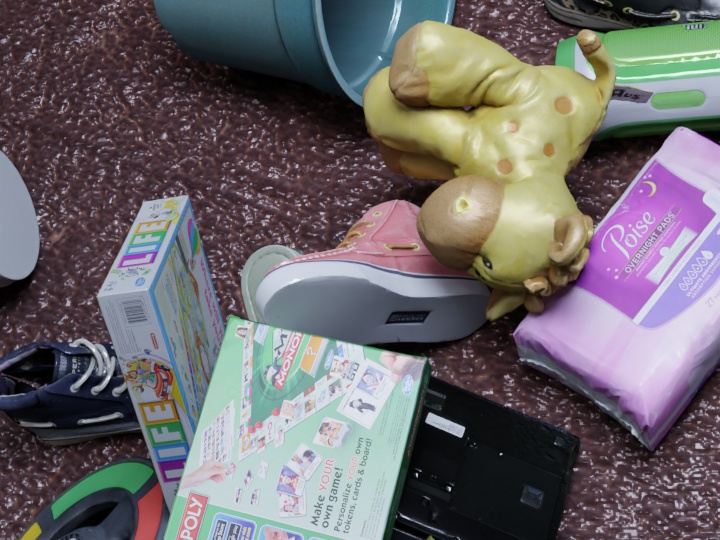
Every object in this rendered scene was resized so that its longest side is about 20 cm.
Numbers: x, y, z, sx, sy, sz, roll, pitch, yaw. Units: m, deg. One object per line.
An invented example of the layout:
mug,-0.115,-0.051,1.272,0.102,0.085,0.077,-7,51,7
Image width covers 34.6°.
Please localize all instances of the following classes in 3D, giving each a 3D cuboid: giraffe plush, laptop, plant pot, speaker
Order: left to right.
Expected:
plant pot,-0.054,-0.241,0.955,0.196,0.200,0.200,12,70,32
laptop,0.032,0.178,0.777,0.177,0.103,0.200,22,44,4
giraffe plush,0.096,-0.056,0.787,0.200,0.173,0.162,1,67,13
speaker,0.249,-0.143,0.852,0.200,0.088,0.089,-3,65,18

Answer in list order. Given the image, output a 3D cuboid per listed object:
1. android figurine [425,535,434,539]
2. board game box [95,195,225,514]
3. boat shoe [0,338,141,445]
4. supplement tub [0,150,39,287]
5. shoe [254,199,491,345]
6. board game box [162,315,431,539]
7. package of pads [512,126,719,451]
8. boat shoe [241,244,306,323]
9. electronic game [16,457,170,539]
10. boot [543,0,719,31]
android figurine,0.090,0.260,0.700,0.200,0.041,0.182,41,96,6
board game box,-0.121,0.068,0.792,0.034,0.200,0.135,-8,27,8
boat shoe,-0.188,0.085,0.894,0.200,0.093,0.075,-17,61,12
supplement tub,-0.396,-0.025,0.991,0.200,0.145,0.146,-15,62,13
shoe,0.000,0.000,0.826,0.072,0.200,0.091,-56,47,33
board game box,-0.044,0.138,0.713,0.134,0.029,0.200,12,75,15
package of pads,0.209,0.010,0.798,0.120,0.076,0.200,35,81,28
boat shoe,-0.036,0.081,0.855,0.072,0.061,0.202,-13,82,20
electronic game,-0.207,0.218,0.821,0.200,0.042,0.200,-32,28,20
boot,0.223,-0.242,0.869,0.200,0.151,0.073,15,71,25
